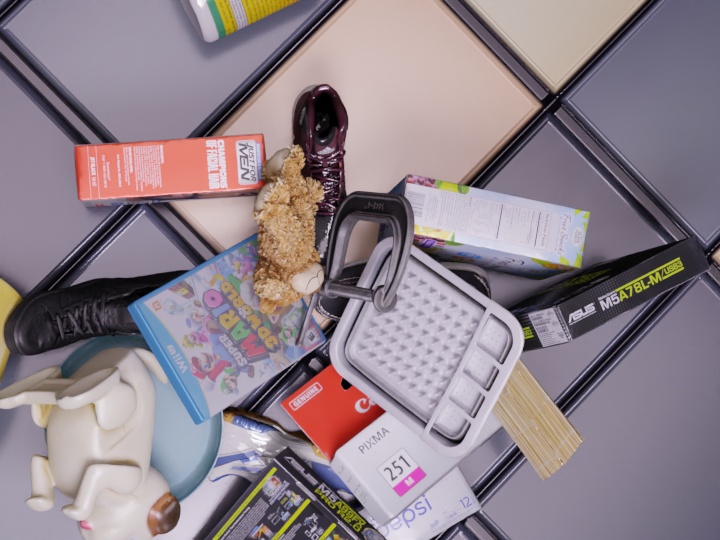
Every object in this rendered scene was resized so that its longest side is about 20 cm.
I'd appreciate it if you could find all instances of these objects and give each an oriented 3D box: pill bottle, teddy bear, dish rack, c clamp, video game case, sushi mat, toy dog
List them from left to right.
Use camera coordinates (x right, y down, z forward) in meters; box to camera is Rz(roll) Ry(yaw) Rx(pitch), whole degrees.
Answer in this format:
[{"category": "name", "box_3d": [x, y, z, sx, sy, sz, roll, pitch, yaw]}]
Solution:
[{"category": "toy dog", "box_3d": [-0.264, 0.192, 1.651, 0.139, 0.194, 0.201, -6, 106, 30]}, {"category": "video game case", "box_3d": [-0.139, 0.057, 1.710, 0.200, 0.018, 0.144, -32, 92, -42]}, {"category": "pill bottle", "box_3d": [-0.103, -0.338, 1.739, 0.199, 0.113, 0.113, -27, 91, -6]}, {"category": "teddy bear", "box_3d": [-0.072, -0.037, 1.665, 0.066, 0.145, 0.201, 6, 121, 7]}, {"category": "c clamp", "box_3d": [0.000, 0.000, 1.669, 0.027, 0.200, 0.172, 14, 82, -27]}, {"category": "dish rack", "box_3d": [0.074, 0.076, 1.671, 0.200, 0.043, 0.172, 36, 113, 25]}, {"category": "sushi mat", "box_3d": [0.154, 0.122, 1.684, 0.012, 0.096, 0.200, -27, 74, -36]}]

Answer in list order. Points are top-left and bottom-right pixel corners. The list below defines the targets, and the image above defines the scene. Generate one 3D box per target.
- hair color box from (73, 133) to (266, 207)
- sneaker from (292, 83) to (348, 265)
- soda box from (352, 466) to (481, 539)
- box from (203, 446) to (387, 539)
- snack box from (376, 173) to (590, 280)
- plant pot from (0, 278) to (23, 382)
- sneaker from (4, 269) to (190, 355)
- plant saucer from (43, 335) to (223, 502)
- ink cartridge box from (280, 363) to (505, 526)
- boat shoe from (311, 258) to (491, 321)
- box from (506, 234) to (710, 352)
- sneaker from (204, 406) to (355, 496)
[{"category": "hair color box", "box_3d": [-0.202, -0.106, 1.720, 0.199, 0.111, 0.064, -5, 89, -6]}, {"category": "sneaker", "box_3d": [-0.046, -0.108, 1.734, 0.075, 0.116, 0.201, -2, 88, -6]}, {"category": "soda box", "box_3d": [0.028, 0.278, 1.753, 0.199, 0.063, 0.068, -31, 91, -7]}, {"category": "box", "box_3d": [-0.084, 0.312, 1.696, 0.160, 0.044, 0.200, 42, 111, 7]}, {"category": "snack box", "box_3d": [0.128, -0.044, 1.725, 0.199, 0.169, 0.068, 10, 84, -5]}, {"category": "plant pot", "box_3d": [-0.447, 0.086, 1.652, 0.200, 0.201, 0.190, 28, 71, -5]}, {"category": "sneaker", "box_3d": [-0.269, 0.042, 1.681, 0.104, 0.200, 0.060, 3, 109, 35]}, {"category": "plant saucer", "box_3d": [-0.242, 0.162, 1.726, 0.199, 0.027, 0.201, 0, 94, 7]}, {"category": "ink cartridge box", "box_3d": [0.044, 0.147, 1.723, 0.200, 0.044, 0.174, -36, 79, -25]}, {"category": "boat shoe", "box_3d": [0.043, 0.032, 1.748, 0.199, 0.060, 0.074, 1, 114, 5]}, {"category": "box", "box_3d": [0.237, 0.031, 1.695, 0.193, 0.200, 0.048, -27, 93, -25]}, {"category": "sneaker", "box_3d": [-0.073, 0.220, 1.747, 0.199, 0.075, 0.089, 20, 93, 4]}]
